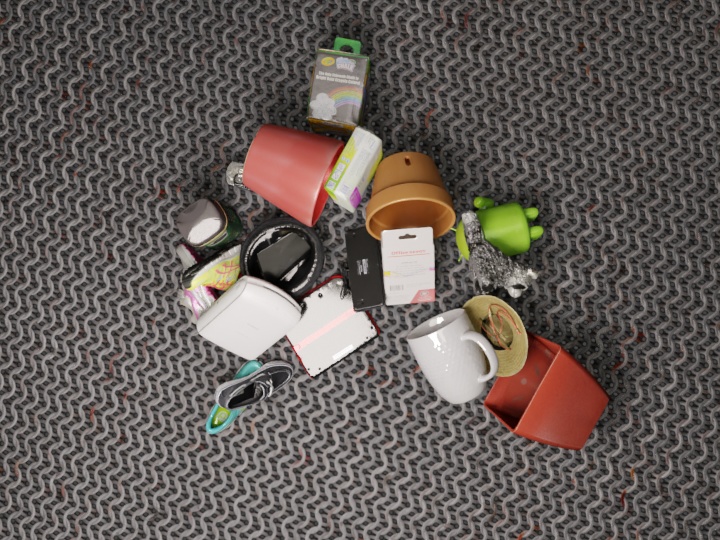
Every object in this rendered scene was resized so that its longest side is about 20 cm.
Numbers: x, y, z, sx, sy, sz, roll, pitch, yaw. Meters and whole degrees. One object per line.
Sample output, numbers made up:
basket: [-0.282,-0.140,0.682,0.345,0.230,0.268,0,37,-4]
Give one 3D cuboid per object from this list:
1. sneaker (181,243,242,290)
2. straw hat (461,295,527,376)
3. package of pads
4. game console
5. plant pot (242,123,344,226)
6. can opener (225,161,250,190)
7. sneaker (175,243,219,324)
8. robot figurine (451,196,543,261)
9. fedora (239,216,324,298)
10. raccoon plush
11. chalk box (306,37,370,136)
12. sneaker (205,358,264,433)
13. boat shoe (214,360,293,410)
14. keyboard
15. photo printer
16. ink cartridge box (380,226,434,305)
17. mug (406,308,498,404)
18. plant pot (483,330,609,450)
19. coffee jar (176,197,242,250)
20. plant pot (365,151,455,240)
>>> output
sneaker: [-0.316,0.010,1.431,0.077,0.200,0.092,-12,105,32]
straw hat: [0.318,0.131,1.441,0.084,0.200,0.203,-28,88,-38]
package of pads: [-0.009,-0.220,1.409,0.067,0.200,0.156,29,90,3]
game console: [-0.078,0.127,1.496,0.198,0.031,0.179,-32,92,2]
plant pot: [-0.149,-0.218,1.389,0.175,0.200,0.204,22,90,1]
can opener: [-0.217,-0.208,1.496,0.196,0.067,0.054,10,85,-11]
sneaker: [-0.388,0.037,1.478,0.087,0.081,0.203,-23,88,0]
robot figurine: [0.304,-0.084,1.439,0.196,0.116,0.179,-14,83,2]
fedora: [-0.174,-0.026,1.466,0.196,0.092,0.205,0,91,6]
raccoon plush: [0.300,-0.036,1.349,0.131,0.097,0.204,-14,110,-3]
chalk box: [-0.043,-0.420,1.453,0.122,0.124,0.204,10,89,3]
sneaker: [-0.285,0.296,1.472,0.077,0.080,0.201,35,90,2]
boat shoe: [-0.225,0.260,1.430,0.198,0.067,0.073,-14,109,-38]
keyboard: [0.000,0.000,1.472,0.102,0.040,0.204,-10,66,8]
photo printer: [-0.239,0.102,1.410,0.165,0.070,0.199,34,124,-31]
ink cartridge box: [0.105,-0.025,1.417,0.114,0.068,0.203,-4,128,1]
mug: [0.218,0.192,1.403,0.147,0.199,0.178,-30,96,-37]
plant pot: [0.417,0.276,1.401,0.174,0.200,0.202,29,91,-9]
coffee jar: [-0.333,-0.101,1.418,0.103,0.200,0.086,-34,88,1]
plant pot: [0.106,-0.165,1.416,0.196,0.201,0.143,-4,64,2]
